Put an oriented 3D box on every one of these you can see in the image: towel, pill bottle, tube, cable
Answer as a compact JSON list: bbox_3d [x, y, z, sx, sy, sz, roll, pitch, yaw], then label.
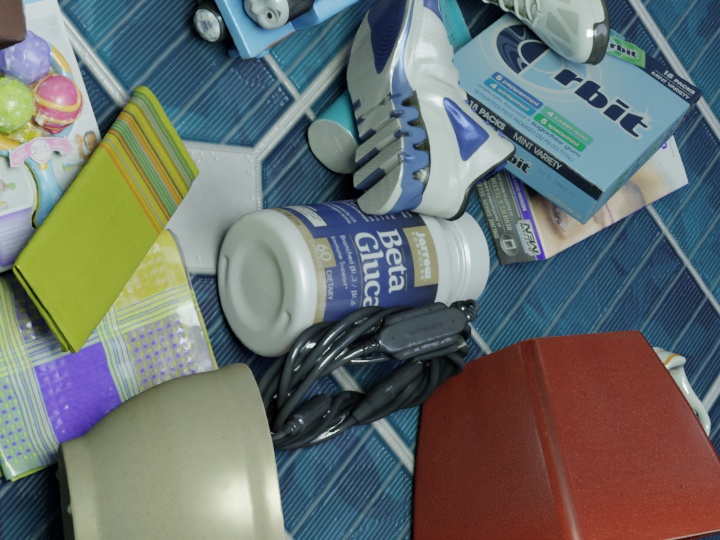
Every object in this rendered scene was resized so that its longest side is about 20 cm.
[{"bbox_3d":[-0.193,0.057,1.336,0.200,0.023,0.144,-18,97,-39],"label":"towel"},{"bbox_3d":[0.000,0.000,1.439,0.200,0.111,0.111,-8,90,-39],"label":"pill bottle"},{"bbox_3d":[-0.179,-0.039,1.322,0.086,0.018,0.200,61,40,-32],"label":"towel"},{"bbox_3d":[0.033,-0.152,1.529,0.200,0.050,0.077,-46,127,-38],"label":"tube"},{"bbox_3d":[-0.008,0.080,1.406,0.200,0.163,0.051,-18,69,-28],"label":"cable"}]

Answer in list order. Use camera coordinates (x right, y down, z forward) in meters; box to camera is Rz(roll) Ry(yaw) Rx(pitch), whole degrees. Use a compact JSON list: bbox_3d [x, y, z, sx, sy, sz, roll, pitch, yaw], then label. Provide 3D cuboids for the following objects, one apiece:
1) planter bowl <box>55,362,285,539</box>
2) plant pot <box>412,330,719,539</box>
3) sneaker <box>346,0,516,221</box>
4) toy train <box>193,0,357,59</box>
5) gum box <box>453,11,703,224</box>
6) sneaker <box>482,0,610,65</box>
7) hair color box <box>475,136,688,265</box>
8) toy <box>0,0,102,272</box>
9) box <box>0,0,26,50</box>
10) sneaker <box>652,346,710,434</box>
[{"bbox_3d":[-0.136,0.169,1.280,0.135,0.200,0.200,-5,88,-12],"label":"planter bowl"},{"bbox_3d":[0.158,0.151,1.510,0.200,0.200,0.176,-2,74,-39],"label":"plant pot"},{"bbox_3d":[0.057,-0.118,1.450,0.115,0.081,0.199,18,61,-32],"label":"sneaker"},{"bbox_3d":[-0.037,-0.231,1.433,0.200,0.114,0.087,-35,106,-36],"label":"toy train"},{"bbox_3d":[0.169,-0.143,1.554,0.170,0.045,0.200,36,43,11],"label":"gum box"},{"bbox_3d":[0.112,-0.226,1.534,0.115,0.201,0.076,-13,135,-27],"label":"sneaker"},{"bbox_3d":[0.191,-0.091,1.633,0.200,0.065,0.109,-26,102,-36],"label":"hair color box"},{"bbox_3d":[-0.229,-0.110,1.310,0.115,0.047,0.200,-21,98,-40],"label":"toy"},{"bbox_3d":[-0.340,-0.203,1.155,0.200,0.166,0.164,-9,90,-39],"label":"box"},{"bbox_3d":[0.263,0.166,1.654,0.078,0.079,0.200,-12,94,-39],"label":"sneaker"}]
